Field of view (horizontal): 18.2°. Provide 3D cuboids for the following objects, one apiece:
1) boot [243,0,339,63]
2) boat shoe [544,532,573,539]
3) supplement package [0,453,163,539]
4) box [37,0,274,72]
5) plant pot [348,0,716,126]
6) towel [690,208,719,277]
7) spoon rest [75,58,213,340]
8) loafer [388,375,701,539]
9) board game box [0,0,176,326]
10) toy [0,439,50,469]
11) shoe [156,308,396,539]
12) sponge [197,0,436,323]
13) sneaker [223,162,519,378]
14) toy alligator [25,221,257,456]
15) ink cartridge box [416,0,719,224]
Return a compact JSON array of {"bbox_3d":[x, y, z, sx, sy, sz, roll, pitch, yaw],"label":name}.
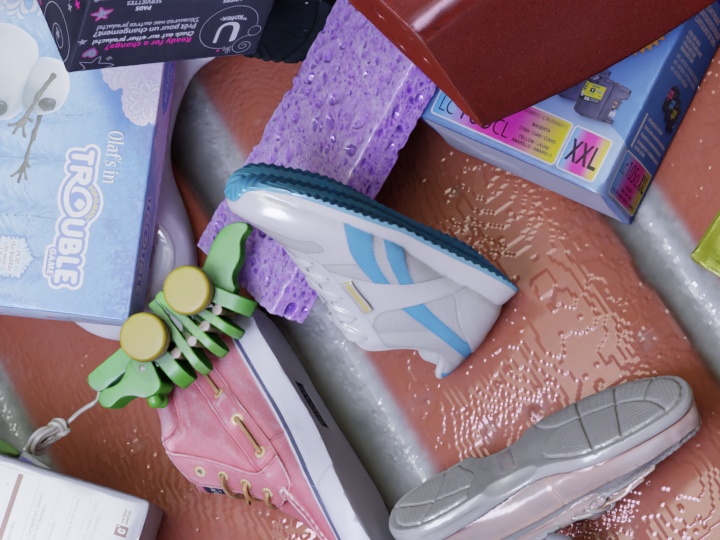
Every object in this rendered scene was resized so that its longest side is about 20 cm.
[{"bbox_3d":[-0.099,-0.230,1.490,0.198,0.073,0.163,13,50,-13],"label":"boot"},{"bbox_3d":[0.114,0.256,1.310,0.067,0.074,0.200,13,91,8],"label":"boat shoe"},{"bbox_3d":[-0.237,0.171,1.393,0.200,0.117,0.118,17,82,3],"label":"supplement package"},{"bbox_3d":[-0.141,-0.231,1.358,0.132,0.115,0.200,-9,55,-27],"label":"box"},{"bbox_3d":[0.072,-0.204,1.278,0.176,0.200,0.200,-44,62,-1],"label":"plant pot"},{"bbox_3d":[0.284,-0.071,1.351,0.086,0.018,0.200,32,89,25],"label":"towel"},{"bbox_3d":[-0.141,-0.052,1.475,0.099,0.061,0.200,18,80,-16],"label":"spoon rest"},{"bbox_3d":[0.116,0.128,1.345,0.200,0.072,0.063,-26,113,13],"label":"loafer"},{"bbox_3d":[-0.225,-0.073,1.426,0.199,0.043,0.201,6,81,6],"label":"board game box"},{"bbox_3d":[-0.290,0.194,1.476,0.115,0.047,0.200,29,87,24],"label":"toy"},{"bbox_3d":[-0.056,0.125,1.399,0.091,0.071,0.200,-36,62,10],"label":"shoe"},{"bbox_3d":[-0.022,-0.076,1.416,0.200,0.030,0.112,-60,37,9],"label":"sponge"},{"bbox_3d":[0.000,0.000,1.349,0.081,0.200,0.077,-59,27,9],"label":"sneaker"},{"bbox_3d":[-0.123,0.057,1.394,0.054,0.059,0.200,44,95,14],"label":"toy alligator"},{"bbox_3d":[0.144,-0.150,1.392,0.136,0.076,0.200,25,84,23],"label":"ink cartridge box"}]
